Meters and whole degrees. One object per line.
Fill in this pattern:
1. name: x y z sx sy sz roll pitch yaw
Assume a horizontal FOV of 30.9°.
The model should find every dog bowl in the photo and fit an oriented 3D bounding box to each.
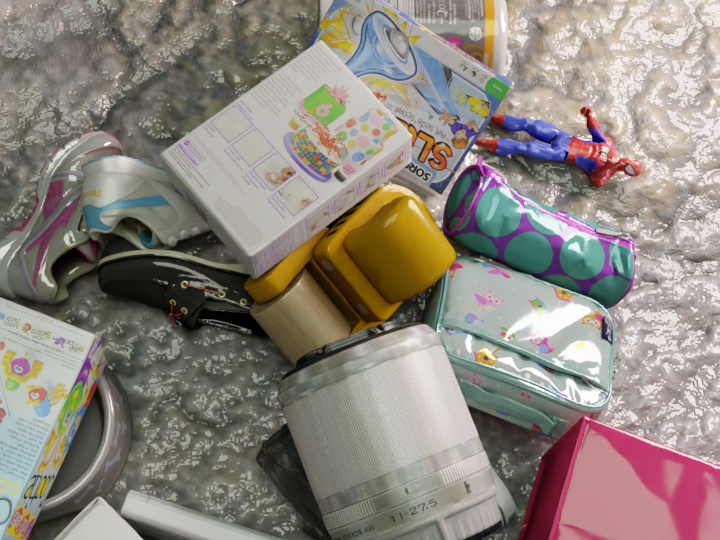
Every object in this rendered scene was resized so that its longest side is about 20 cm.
1. dog bowl: -0.325 0.153 1.275 0.199 0.059 0.201 1 72 -4

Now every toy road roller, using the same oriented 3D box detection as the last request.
1. toy road roller: 0.000 0.000 1.275 0.123 0.146 0.200 50 61 -16

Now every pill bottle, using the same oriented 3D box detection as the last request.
1. pill bottle: 0.053 -0.252 1.409 0.199 0.116 0.117 1 71 -4

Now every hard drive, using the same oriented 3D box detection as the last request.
1. hard drive: -0.119 0.255 1.217 0.199 0.132 0.027 18 71 2

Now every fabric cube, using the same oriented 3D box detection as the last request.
1. fabric cube: 0.252 0.277 1.206 0.198 0.196 0.201 19 72 2

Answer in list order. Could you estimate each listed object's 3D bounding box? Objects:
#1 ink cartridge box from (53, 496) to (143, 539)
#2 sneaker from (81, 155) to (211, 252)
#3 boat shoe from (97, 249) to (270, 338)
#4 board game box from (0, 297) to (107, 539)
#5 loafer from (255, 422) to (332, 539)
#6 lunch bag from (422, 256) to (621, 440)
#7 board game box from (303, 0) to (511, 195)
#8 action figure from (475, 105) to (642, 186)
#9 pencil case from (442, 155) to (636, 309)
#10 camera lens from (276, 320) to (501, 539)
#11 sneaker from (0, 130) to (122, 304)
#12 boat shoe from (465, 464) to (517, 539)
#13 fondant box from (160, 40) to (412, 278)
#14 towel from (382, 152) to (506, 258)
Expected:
1. ink cartridge box: -0.202 0.294 1.162 0.145 0.200 0.084 42 73 10
2. sneaker: -0.190 -0.058 1.322 0.199 0.076 0.081 8 73 -34
3. boat shoe: -0.169 0.025 1.321 0.200 0.074 0.063 10 63 -6
4. board game box: -0.323 0.144 1.193 0.104 0.103 0.201 21 71 2
5. loafer: -0.025 0.237 1.275 0.072 0.073 0.201 -35 83 25
6. lunch bag: 0.159 0.079 1.292 0.199 0.077 0.161 20 41 -4
7. board game box: 0.036 -0.188 1.344 0.199 0.034 0.136 32 109 -2
8. action figure: 0.213 -0.144 1.399 0.199 0.099 0.066 17 72 -1
9. pencil case: 0.185 -0.036 1.342 0.199 0.093 0.085 23 33 -12
10. camera lens: 0.025 0.157 1.184 0.159 0.160 0.201 -20 82 -11
11. sneaker: -0.291 -0.047 1.327 0.088 0.081 0.201 24 79 20
12. boat shoe: 0.065 0.182 1.288 0.091 0.071 0.201 -31 77 -15
13. fondant box: -0.070 -0.109 1.260 0.200 0.058 0.144 -38 70 -12
14. towel: 0.055 -0.086 1.397 0.199 0.035 0.133 27 71 5
